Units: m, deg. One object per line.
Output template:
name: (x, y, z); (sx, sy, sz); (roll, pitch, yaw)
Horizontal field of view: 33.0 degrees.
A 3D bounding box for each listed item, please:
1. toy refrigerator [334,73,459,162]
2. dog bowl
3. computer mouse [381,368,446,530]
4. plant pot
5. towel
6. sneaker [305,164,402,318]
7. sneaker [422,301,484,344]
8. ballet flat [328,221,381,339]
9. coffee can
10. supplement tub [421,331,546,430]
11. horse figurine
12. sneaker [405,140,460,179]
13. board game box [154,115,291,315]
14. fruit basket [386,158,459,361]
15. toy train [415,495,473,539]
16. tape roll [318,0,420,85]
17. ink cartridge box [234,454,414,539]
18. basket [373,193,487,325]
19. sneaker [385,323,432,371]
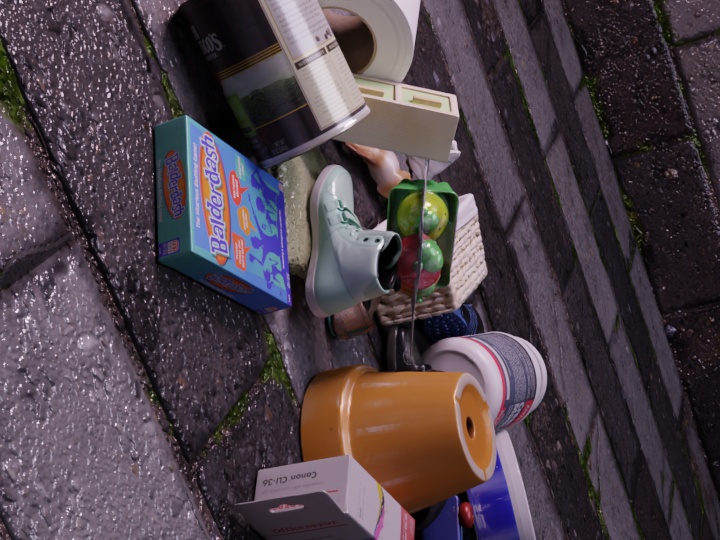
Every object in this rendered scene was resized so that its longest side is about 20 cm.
toy refrigerator: (0.018, -0.197, 1.497); (0.076, 0.197, 0.071); (-87, -170, -62)
dog bowl: (0.192, 0.333, 1.717); (0.200, 0.078, 0.203); (-14, 90, -88)
computer mouse: (0.081, 0.228, 1.559); (0.052, 0.137, 0.204); (2, 83, -42)
plant pot: (0.055, 0.199, 1.430); (0.200, 0.181, 0.203); (45, 37, -49)
towel: (-0.073, -0.082, 1.490); (0.148, 0.036, 0.203); (34, 47, -56)
sneaker: (0.002, -0.045, 1.442); (0.074, 0.117, 0.203); (41, 44, -48)
sneaker: (0.141, 0.076, 1.856); (0.200, 0.069, 0.079); (53, 28, -55)
ballet flat: (0.000, 0.000, 1.568); (0.068, 0.066, 0.202); (58, 28, -52)
coffee can: (-0.094, -0.237, 1.365); (0.202, 0.145, 0.146); (63, 25, -12)
supplement tub: (0.176, 0.162, 1.757); (0.199, 0.139, 0.143); (-2, 78, -58)
horse figurine: (0.031, -0.159, 1.759); (0.201, 0.049, 0.133); (57, 22, -31)
sneaker: (0.077, -0.218, 1.768); (0.201, 0.079, 0.071); (49, 22, -40)
board game box: (-0.144, -0.054, 1.299); (0.200, 0.044, 0.154); (32, 48, -58)
fruit basket: (0.078, -0.019, 1.475); (0.201, 0.092, 0.188); (-93, -174, -61)
toy train: (0.116, 0.409, 1.594); (0.116, 0.083, 0.203); (64, 22, -56)
tape roll: (-0.025, -0.327, 1.536); (0.204, 0.200, 0.140); (56, 30, -38)
ink cartridge box: (-0.035, 0.256, 1.276); (0.200, 0.115, 0.068); (52, 33, -44)
basket: (0.093, -0.016, 1.708); (0.200, 0.134, 0.125); (-40, 115, -64)
sneaker: (0.099, 0.164, 1.646); (0.076, 0.113, 0.203); (15, 62, -66)
